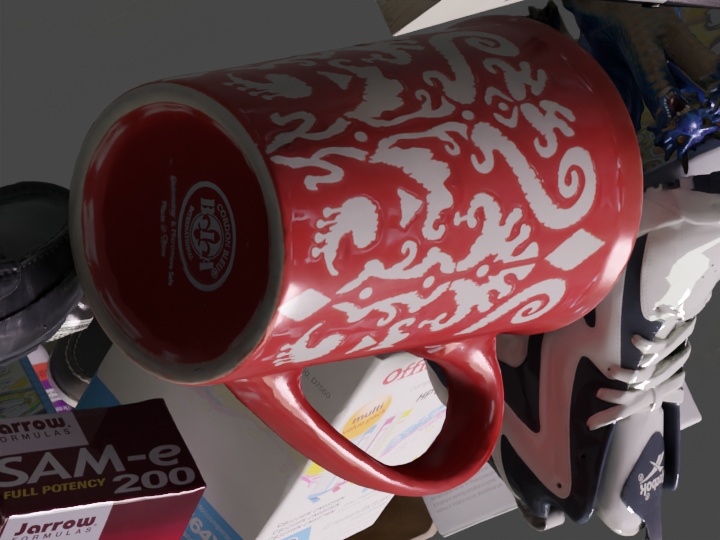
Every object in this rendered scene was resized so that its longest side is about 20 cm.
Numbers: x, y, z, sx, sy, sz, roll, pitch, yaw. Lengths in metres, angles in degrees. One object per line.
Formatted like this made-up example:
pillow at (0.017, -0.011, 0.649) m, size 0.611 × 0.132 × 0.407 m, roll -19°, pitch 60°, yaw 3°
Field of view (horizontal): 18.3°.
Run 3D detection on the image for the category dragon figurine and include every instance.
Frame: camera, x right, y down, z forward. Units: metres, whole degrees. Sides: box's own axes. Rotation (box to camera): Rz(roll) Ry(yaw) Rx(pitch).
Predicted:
dragon figurine at (0.116, -0.080, 0.952) m, size 0.059 × 0.099 × 0.200 m, roll -23°, pitch 174°, yaw -12°

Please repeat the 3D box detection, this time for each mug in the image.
mug at (0.007, -0.007, 0.845) m, size 0.133 × 0.178 × 0.200 m, roll -32°, pitch 167°, yaw 38°

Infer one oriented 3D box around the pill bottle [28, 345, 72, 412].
pill bottle at (-0.192, 0.145, 1.245) m, size 0.112 × 0.200 × 0.112 m, roll -24°, pitch 174°, yaw -3°

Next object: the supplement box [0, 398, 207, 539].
supplement box at (-0.160, 0.152, 1.064) m, size 0.109 × 0.061 × 0.200 m, roll -5°, pitch 138°, yaw -35°

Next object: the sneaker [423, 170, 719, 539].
sneaker at (0.120, 0.046, 0.940) m, size 0.199 × 0.130 × 0.079 m, roll -32°, pitch 166°, yaw 34°

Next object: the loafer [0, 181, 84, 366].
loafer at (-0.151, 0.004, 0.769) m, size 0.068 × 0.070 × 0.201 m, roll 9°, pitch -156°, yaw 21°

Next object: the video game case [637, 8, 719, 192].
video game case at (0.165, -0.092, 1.035) m, size 0.200 × 0.023 × 0.182 m, roll -25°, pitch -156°, yaw 8°

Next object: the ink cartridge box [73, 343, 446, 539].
ink cartridge box at (-0.025, 0.036, 1.089) m, size 0.129 × 0.125 × 0.200 m, roll -19°, pitch 150°, yaw -49°

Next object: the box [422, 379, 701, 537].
box at (0.071, 0.020, 1.183) m, size 0.124 × 0.200 × 0.097 m, roll -20°, pitch 173°, yaw -37°

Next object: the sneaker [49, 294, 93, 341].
sneaker at (-0.193, 0.053, 0.972) m, size 0.200 × 0.085 × 0.078 m, roll -27°, pitch 174°, yaw 22°

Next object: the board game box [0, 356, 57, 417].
board game box at (-0.246, 0.113, 1.125) m, size 0.200 × 0.134 × 0.034 m, roll -23°, pitch 132°, yaw -13°

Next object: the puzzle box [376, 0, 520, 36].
puzzle box at (0.106, -0.140, 0.731) m, size 0.133 × 0.025 × 0.200 m, roll -20°, pitch 173°, yaw -39°

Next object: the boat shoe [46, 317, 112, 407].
boat shoe at (-0.086, 0.013, 1.214) m, size 0.200 × 0.067 × 0.057 m, roll -26°, pitch 157°, yaw -41°

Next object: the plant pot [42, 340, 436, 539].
plant pot at (-0.102, 0.101, 1.359) m, size 0.200 × 0.200 × 0.177 m, roll -19°, pitch -176°, yaw -43°

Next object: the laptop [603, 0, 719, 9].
laptop at (0.109, -0.129, 0.646) m, size 0.187 × 0.116 × 0.200 m, roll -2°, pitch 134°, yaw -44°
